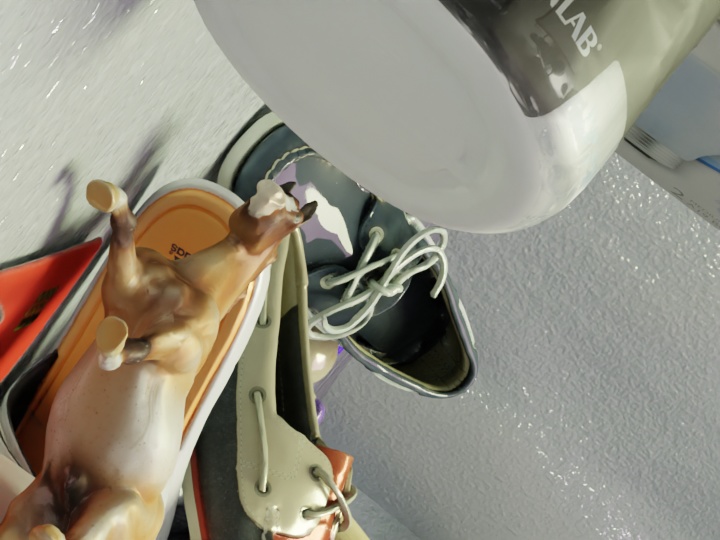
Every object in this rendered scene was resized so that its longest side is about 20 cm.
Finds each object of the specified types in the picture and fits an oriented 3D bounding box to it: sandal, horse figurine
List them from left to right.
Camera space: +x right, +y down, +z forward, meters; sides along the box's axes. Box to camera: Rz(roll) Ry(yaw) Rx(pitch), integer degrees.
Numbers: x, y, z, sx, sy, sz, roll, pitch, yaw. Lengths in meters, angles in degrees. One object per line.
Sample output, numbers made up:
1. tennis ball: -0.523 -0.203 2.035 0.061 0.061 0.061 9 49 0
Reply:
1. sandal: -0.101 0.060 0.793 0.059 0.079 0.207 -29 147 -63
2. horse figurine: -0.081 0.053 0.701 0.133 0.050 0.201 27 83 -79

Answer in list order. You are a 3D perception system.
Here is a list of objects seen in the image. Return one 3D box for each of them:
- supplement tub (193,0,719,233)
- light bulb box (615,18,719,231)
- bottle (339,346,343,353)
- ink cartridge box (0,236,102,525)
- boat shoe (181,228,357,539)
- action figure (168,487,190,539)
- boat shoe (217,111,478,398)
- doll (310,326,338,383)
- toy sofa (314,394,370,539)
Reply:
1. supplement tub: 0.057 -0.118 0.570 0.200 0.122 0.123 -50 176 -21
2. light bulb box: 0.127 -0.124 0.815 0.125 0.198 0.200 -53 176 -8
3. bottle: -0.037 0.027 1.371 0.084 0.065 0.200 -47 177 -2
4. ink cartridge box: -0.141 0.078 0.671 0.174 0.044 0.200 -51 177 11
5. boat shoe: -0.034 0.074 0.849 0.062 0.201 0.071 -17 157 7
6. action figure: -0.114 0.148 0.942 0.200 0.149 0.134 -35 -130 46
7. boat shoe: 0.000 0.000 0.957 0.075 0.062 0.200 -40 146 -6
8. doll: -0.054 0.039 1.105 0.137 0.048 0.200 -66 -169 -11
9. toy sofa: -0.068 0.139 1.164 0.098 0.083 0.200 -39 -176 -31
